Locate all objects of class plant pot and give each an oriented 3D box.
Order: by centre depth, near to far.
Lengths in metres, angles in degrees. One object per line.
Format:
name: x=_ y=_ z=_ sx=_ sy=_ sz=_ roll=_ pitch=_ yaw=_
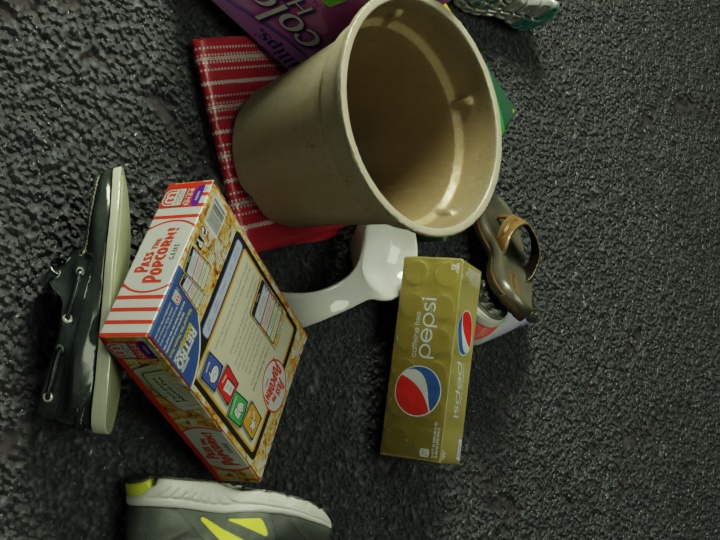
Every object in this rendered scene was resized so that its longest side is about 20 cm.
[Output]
plant pot: x=-0.009 y=-0.118 z=0.890 sx=0.199 sy=0.182 sz=0.203 roll=9 pitch=78 yaw=-45

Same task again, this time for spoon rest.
spoon rest: x=0.000 y=0.000 z=0.998 sx=0.199 sy=0.060 sz=0.101 roll=-35 pitch=118 yaw=-43

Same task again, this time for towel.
towel: x=-0.083 y=-0.121 z=0.962 sx=0.144 sy=0.022 sz=0.203 roll=-16 pitch=94 yaw=-47

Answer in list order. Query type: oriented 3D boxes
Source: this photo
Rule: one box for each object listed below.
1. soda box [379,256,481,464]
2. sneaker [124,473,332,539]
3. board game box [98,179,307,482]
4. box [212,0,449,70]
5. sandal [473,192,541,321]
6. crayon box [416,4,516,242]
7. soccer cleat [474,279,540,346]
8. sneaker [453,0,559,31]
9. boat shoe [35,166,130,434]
soda box: x=0.072 y=0.090 z=1.031 sx=0.064 sy=0.067 sz=0.203 roll=26 pitch=70 yaw=-63
sneaker: x=-0.112 y=0.220 z=0.842 sx=0.198 sy=0.074 sz=0.086 roll=19 pitch=75 yaw=-34
board game box: x=-0.116 y=0.053 z=0.821 sx=0.201 sy=0.046 sz=0.153 roll=63 pitch=34 yaw=-43
box: x=-0.030 y=-0.285 z=0.899 sx=0.175 sy=0.199 sz=0.098 roll=39 pitch=50 yaw=-28
sandal: x=0.172 y=-0.026 z=1.148 sx=0.082 sy=0.054 sz=0.201 roll=40 pitch=27 yaw=-23
crayon box: x=0.069 y=-0.162 z=1.094 sx=0.173 sy=0.058 sz=0.201 roll=49 pitch=57 yaw=-31
soccer cleat: x=0.145 y=0.049 z=1.158 sx=0.069 sy=0.073 sz=0.199 roll=54 pitch=23 yaw=15
sneaker: x=0.163 y=-0.363 z=1.251 sx=0.199 sy=0.077 sz=0.092 roll=9 pitch=61 yaw=-50
boat shoe: x=-0.211 y=0.020 z=0.769 sx=0.065 sy=0.075 sz=0.202 roll=3 pitch=87 yaw=-3
